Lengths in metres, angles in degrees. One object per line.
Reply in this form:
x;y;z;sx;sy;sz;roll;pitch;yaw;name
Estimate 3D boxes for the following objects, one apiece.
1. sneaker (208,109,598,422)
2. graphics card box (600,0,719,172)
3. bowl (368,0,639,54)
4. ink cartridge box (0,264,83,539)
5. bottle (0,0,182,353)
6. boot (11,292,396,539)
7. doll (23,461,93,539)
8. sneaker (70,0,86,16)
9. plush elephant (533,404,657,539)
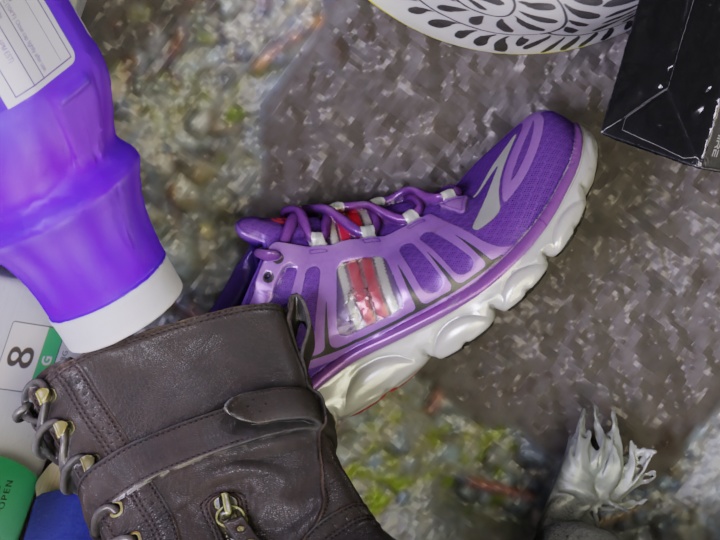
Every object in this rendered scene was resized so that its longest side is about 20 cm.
0.000;0.000;1.046;0.200;0.081;0.083;-36;101;-4;sneaker
0.177;-0.092;1.030;0.200;0.051;0.126;4;106;-50;graphics card box
0.075;-0.169;1.014;0.201;0.094;0.201;-3;103;-12;bowl
-0.197;0.063;0.980;0.200;0.050;0.161;11;103;-49;ink cartridge box
-0.129;-0.066;0.963;0.065;0.083;0.200;-44;113;-39;bottle
-0.073;0.101;0.951;0.200;0.174;0.069;-23;143;-19;boot
-0.084;0.160;0.970;0.136;0.200;0.048;19;139;-15;doll
-0.137;-0.187;0.978;0.115;0.074;0.200;5;102;-3;sneaker
0.124;0.166;1.063;0.155;0.165;0.200;22;62;1;plush elephant
